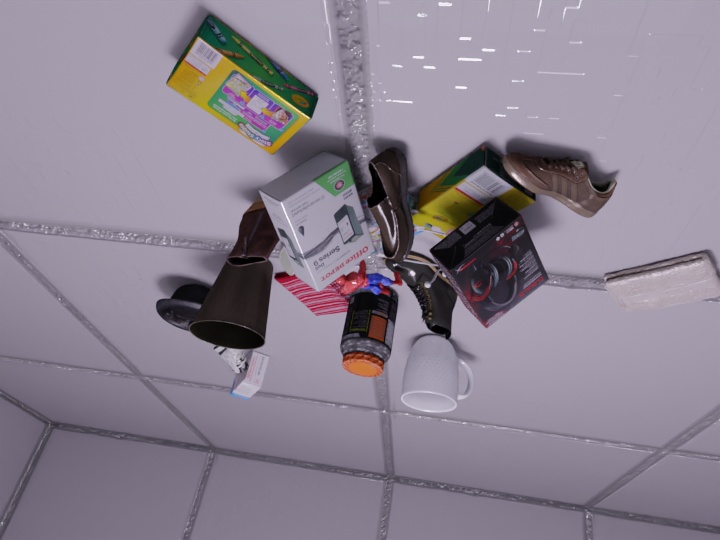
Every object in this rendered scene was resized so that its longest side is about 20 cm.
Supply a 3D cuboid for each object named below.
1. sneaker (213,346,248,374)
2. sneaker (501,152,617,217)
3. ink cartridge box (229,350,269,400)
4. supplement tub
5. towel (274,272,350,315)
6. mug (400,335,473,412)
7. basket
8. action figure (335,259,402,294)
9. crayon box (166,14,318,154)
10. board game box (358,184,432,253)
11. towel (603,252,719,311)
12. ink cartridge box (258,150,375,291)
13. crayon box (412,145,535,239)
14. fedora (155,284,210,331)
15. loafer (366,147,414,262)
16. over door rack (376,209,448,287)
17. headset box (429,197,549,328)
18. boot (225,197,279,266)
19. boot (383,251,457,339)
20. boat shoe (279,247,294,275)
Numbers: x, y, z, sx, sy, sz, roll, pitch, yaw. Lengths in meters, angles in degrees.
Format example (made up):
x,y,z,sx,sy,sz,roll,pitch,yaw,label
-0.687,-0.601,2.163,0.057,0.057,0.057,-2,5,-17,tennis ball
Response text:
x,y,z,sx,sy,sz,roll,pitch,yaw,label
-0.367,0.251,1.668,0.115,0.076,0.200,52,146,-9,sneaker
0.325,-0.159,0.890,0.200,0.071,0.076,21,127,-20,sneaker
-0.362,0.343,1.804,0.068,0.115,0.200,22,146,-17,ink cartridge box
0.020,0.143,1.301,0.122,0.200,0.123,9,147,6,supplement tub
-0.109,0.058,1.377,0.144,0.023,0.200,-9,142,30,towel
0.215,0.280,1.474,0.200,0.176,0.148,19,147,-12,mug
-0.284,0.065,1.276,0.180,0.200,0.136,2,146,13,basket
0.000,0.000,1.096,0.065,0.099,0.200,-38,161,25,action figure
-0.182,-0.280,0.849,0.200,0.058,0.119,31,143,-28,crayon box
0.026,-0.099,1.084,0.200,0.034,0.134,-22,135,41,board game box
0.610,0.030,1.102,0.200,0.035,0.132,-19,137,38,towel
-0.071,-0.087,0.976,0.084,0.146,0.200,31,150,46,ink cartridge box
0.192,-0.125,0.975,0.127,0.051,0.200,27,144,-27,crayon box
-0.442,0.096,1.472,0.200,0.092,0.201,8,147,5,fedora
0.042,-0.109,0.948,0.071,0.201,0.073,-16,-162,-27,loafer
0.142,-0.026,1.043,0.200,0.067,0.148,20,152,-18,over door rack
0.232,-0.003,0.956,0.149,0.075,0.200,-38,130,0,headset box
-0.149,-0.081,1.039,0.200,0.167,0.072,-6,139,26,boot
0.133,0.051,1.184,0.200,0.139,0.077,25,145,-18,boot
-0.121,-0.054,1.160,0.072,0.060,0.202,55,151,7,boat shoe
